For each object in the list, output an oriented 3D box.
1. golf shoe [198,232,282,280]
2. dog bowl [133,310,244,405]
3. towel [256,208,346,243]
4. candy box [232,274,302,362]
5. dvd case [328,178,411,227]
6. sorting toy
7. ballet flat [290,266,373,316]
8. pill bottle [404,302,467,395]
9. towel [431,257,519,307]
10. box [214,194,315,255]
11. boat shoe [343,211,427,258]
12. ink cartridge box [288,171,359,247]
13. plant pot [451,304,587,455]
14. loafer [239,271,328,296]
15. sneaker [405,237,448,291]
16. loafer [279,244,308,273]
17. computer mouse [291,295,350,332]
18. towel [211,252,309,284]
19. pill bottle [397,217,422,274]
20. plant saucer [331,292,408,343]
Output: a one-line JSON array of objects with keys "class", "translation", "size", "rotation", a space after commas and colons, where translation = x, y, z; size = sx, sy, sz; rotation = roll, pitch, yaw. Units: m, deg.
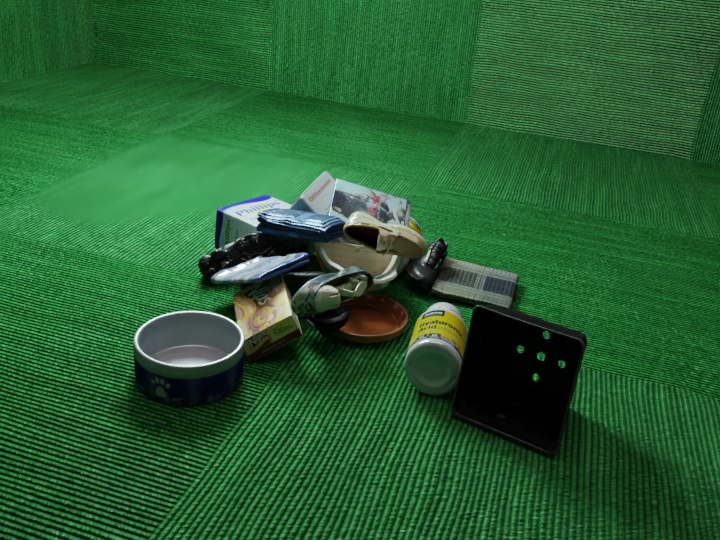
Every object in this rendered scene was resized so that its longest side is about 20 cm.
[{"class": "golf shoe", "translation": [-0.279, -0.037, 1.760], "size": [0.195, 0.080, 0.094], "rotation": [-15, 4, -10]}, {"class": "dog bowl", "translation": [-0.307, 0.154, 1.367], "size": [0.194, 0.081, 0.201], "rotation": [5, 24, -2]}, {"class": "towel", "translation": [-0.133, -0.107, 1.728], "size": [0.195, 0.050, 0.111], "rotation": [10, 18, 27]}, {"class": "candy box", "translation": [-0.189, 0.087, 1.516], "size": [0.113, 0.056, 0.201], "rotation": [-26, 28, 0]}, {"class": "dvd case", "translation": [0.023, -0.140, 1.822], "size": [0.195, 0.022, 0.148], "rotation": [18, 47, -7]}, {"class": "sorting toy", "translation": [0.000, 0.000, 1.669], "size": [0.194, 0.110, 0.180], "rotation": [7, 5, -13]}, {"class": "ballet flat", "translation": [-0.048, 0.041, 1.484], "size": [0.073, 0.076, 0.198], "rotation": [24, 36, 35]}, {"class": "pill bottle", "translation": [0.150, 0.141, 1.460], "size": [0.108, 0.114, 0.201], "rotation": [9, 24, 8]}, {"class": "towel", "translation": [0.275, 0.037, 1.827], "size": [0.195, 0.035, 0.193], "rotation": [14, 29, 13]}, {"class": "box", "translation": [-0.235, -0.098, 1.903], "size": [0.197, 0.108, 0.182], "rotation": [22, 28, 33]}, {"class": "boat shoe", "translation": [0.051, -0.065, 1.677], "size": [0.196, 0.076, 0.067], "rotation": [19, 37, 18]}, {"class": "ink cartridge box", "translation": [-0.069, -0.119, 1.855], "size": [0.201, 0.083, 0.147], "rotation": [48, 40, -7]}, {"class": "plant pot", "translation": [0.297, 0.172, 1.349], "size": [0.196, 0.205, 0.176], "rotation": [17, 15, 25]}, {"class": "loafer", "translation": [-0.164, 0.038, 1.651], "size": [0.194, 0.065, 0.072], "rotation": [-4, 4, -1]}, {"class": "sneaker", "translation": [0.167, -0.024, 1.831], "size": [0.075, 0.091, 0.201], "rotation": [39, 26, -8]}, {"class": "loafer", "translation": [-0.178, -0.014, 1.777], "size": [0.070, 0.075, 0.200], "rotation": [8, 23, 17]}, {"class": "computer mouse", "translation": [-0.055, 0.080, 1.554], "size": [0.138, 0.047, 0.199], "rotation": [-18, 20, -26]}, {"class": "towel", "translation": [-0.214, -0.004, 1.607], "size": [0.145, 0.024, 0.197], "rotation": [-24, 14, -38]}, {"class": "pill bottle", "translation": [0.082, -0.057, 1.880], "size": [0.106, 0.112, 0.200], "rotation": [12, 25, 14]}, {"class": "plant saucer", "translation": [0.003, 0.102, 1.611], "size": [0.194, 0.033, 0.201], "rotation": [4, 25, -2]}]
